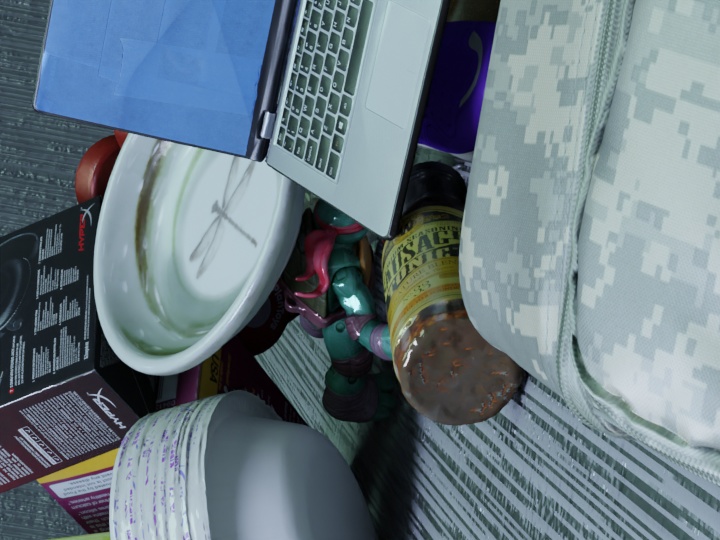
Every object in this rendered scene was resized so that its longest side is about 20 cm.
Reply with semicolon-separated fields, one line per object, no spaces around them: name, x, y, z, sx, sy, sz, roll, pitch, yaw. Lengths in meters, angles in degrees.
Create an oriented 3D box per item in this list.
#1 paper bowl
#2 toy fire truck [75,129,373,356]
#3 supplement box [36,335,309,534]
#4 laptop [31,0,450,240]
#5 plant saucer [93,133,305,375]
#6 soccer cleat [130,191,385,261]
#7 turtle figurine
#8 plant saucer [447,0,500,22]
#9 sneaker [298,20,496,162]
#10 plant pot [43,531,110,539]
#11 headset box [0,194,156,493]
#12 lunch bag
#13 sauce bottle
paper bowl;-0.056;0.167;1.401;0.201;0.104;0.202;-18;-90;-72
toy fire truck;-0.083;-0.046;1.631;0.112;0.168;0.201;11;130;49
supplement box;-0.109;0.130;1.591;0.200;0.130;0.104;55;-153;-42
laptop;-0.059;-0.137;1.235;0.200;0.115;0.188;34;117;50
plant saucer;-0.083;-0.032;1.417;0.200;0.050;0.201;-28;54;46
soccer cleat;-0.056;-0.031;1.538;0.069;0.199;0.078;1;106;58
turtle figurine;0.000;0.000;1.438;0.200;0.100;0.150;101;174;-57
plant saucer;0.073;-0.211;1.373;0.200;0.034;0.201;-170;90;-81
sneaker;0.017;-0.103;1.303;0.200;0.099;0.070;2;77;68
plant pot;-0.151;0.262;1.499;0.200;0.198;0.182;33;-129;-63
headset box;-0.231;0.060;1.528;0.077;0.199;0.149;51;-156;-41
lunch bag;0.118;-0.045;0.520;0.168;0.139;0.201;-142;60;-63
sauce bottle;0.041;0.004;1.223;0.200;0.066;0.066;-101;22;-64
